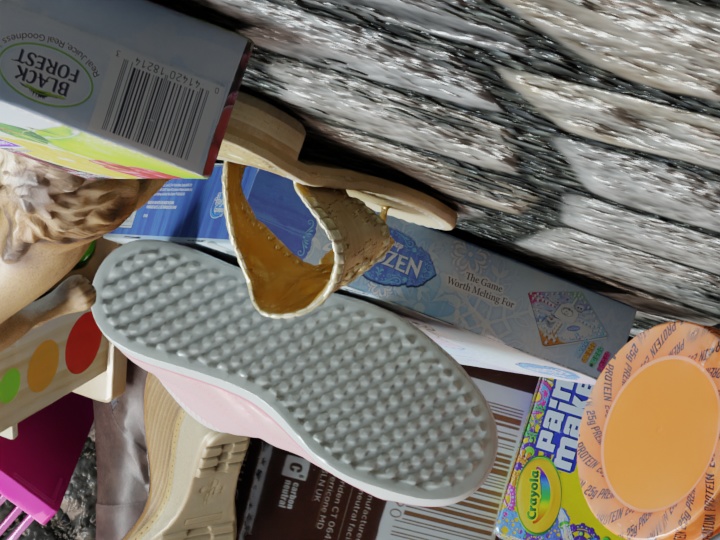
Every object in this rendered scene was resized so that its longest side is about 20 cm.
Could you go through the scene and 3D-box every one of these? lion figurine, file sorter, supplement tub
[{"bbox_3d":[-0.138,-0.010,1.147,0.072,0.200,0.122,37,-151,8],"label":"lion figurine"},{"bbox_3d":[-0.242,0.085,1.629,0.139,0.125,0.200,38,-156,-12],"label":"file sorter"},{"bbox_3d":[0.196,0.095,1.263,0.199,0.123,0.122,23,173,-38],"label":"supplement tub"}]

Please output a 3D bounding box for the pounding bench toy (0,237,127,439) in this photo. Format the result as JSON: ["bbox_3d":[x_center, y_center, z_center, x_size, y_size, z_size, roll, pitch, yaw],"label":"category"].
[{"bbox_3d":[-0.198,-0.023,1.439,0.124,0.201,0.156,18,-153,27],"label":"pounding bench toy"}]

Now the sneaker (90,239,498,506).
[{"bbox_3d":[-0.023,0.050,1.310,0.199,0.076,0.105,25,171,14],"label":"sneaker"}]

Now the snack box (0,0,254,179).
[{"bbox_3d":[-0.151,-0.083,0.935,0.199,0.053,0.142,20,174,-21],"label":"snack box"}]

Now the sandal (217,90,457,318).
[{"bbox_3d":[-0.033,-0.017,1.140,0.077,0.070,0.212,15,174,27],"label":"sandal"}]

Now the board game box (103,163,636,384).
[{"bbox_3d":[0.000,0.000,1.365,0.198,0.044,0.200,21,174,-21],"label":"board game box"}]

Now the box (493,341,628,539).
[{"bbox_3d":[0.184,0.122,1.594,0.191,0.123,0.200,17,176,7],"label":"box"}]

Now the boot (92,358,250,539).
[{"bbox_3d":[-0.119,0.077,1.564,0.072,0.200,0.167,-3,-131,-30],"label":"boot"}]

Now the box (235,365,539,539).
[{"bbox_3d":[-0.020,0.094,1.679,0.163,0.167,0.200,15,178,-25],"label":"box"}]
